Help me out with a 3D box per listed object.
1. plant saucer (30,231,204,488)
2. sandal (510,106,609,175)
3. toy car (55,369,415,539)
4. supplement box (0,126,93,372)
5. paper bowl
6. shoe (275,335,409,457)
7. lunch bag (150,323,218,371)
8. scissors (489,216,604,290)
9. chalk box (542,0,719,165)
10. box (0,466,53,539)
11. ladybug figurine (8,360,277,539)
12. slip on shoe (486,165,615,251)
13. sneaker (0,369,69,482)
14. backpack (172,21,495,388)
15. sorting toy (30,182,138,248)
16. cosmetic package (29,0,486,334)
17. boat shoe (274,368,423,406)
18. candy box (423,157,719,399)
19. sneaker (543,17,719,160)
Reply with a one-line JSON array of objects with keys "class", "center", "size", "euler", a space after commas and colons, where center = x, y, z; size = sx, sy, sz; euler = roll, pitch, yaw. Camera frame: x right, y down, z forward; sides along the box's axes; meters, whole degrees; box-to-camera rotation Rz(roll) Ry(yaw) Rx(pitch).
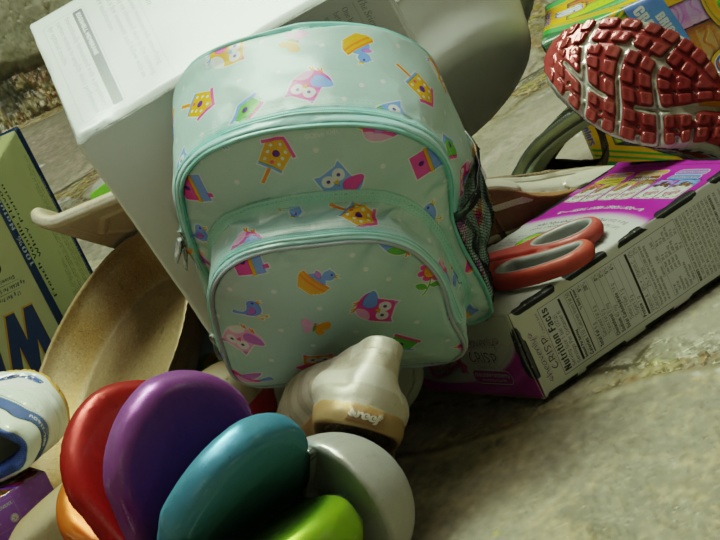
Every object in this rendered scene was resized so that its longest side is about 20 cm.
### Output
[{"class": "plant saucer", "center": [-0.160, 0.068, 1.851], "size": [0.200, 0.035, 0.201], "euler": [-40, 36, 37]}, {"class": "sandal", "center": [0.133, -0.060, 1.866], "size": [0.201, 0.057, 0.080], "euler": [-51, -3, 31]}, {"class": "toy car", "center": [-0.085, 0.122, 1.417], "size": [0.175, 0.150, 0.200], "euler": [-33, 15, -32]}, {"class": "supplement box", "center": [-0.284, 0.025, 2.066], "size": [0.134, 0.201, 0.200], "euler": [-25, 14, 6]}, {"class": "paper bowl", "center": [0.041, -0.155, 1.950], "size": [0.200, 0.104, 0.201], "euler": [-34, -24, -17]}, {"class": "shoe", "center": [-0.009, 0.082, 1.522], "size": [0.070, 0.054, 0.200], "euler": [11, -16, -10]}, {"class": "lunch bag", "center": [-0.075, 0.018, 1.973], "size": [0.160, 0.083, 0.200], "euler": [-22, 14, 1]}, {"class": "scissors", "center": [0.059, 0.003, 1.643], "size": [0.199, 0.014, 0.073], "euler": [-14, 20, 32]}, {"class": "chalk box", "center": [0.243, -0.160, 1.933], "size": [0.199, 0.124, 0.125], "euler": [-23, 13, 11]}, {"class": "box", "center": [-0.294, 0.175, 1.852], "size": [0.137, 0.039, 0.200], "euler": [-30, 13, -22]}, {"class": "ladybug figurine", "center": [-0.117, 0.126, 1.597], "size": [0.200, 0.072, 0.136], "euler": [-39, -2, -24]}, {"class": "slip on shoe", "center": [0.103, -0.030, 1.765], "size": [0.199, 0.076, 0.060], "euler": [-16, 12, -32]}, {"class": "sneaker", "center": [-0.293, 0.121, 1.808], "size": [0.199, 0.076, 0.088], "euler": [-21, 14, 16]}, {"class": "backpack", "center": [-0.019, -0.036, 1.531], "size": [0.175, 0.200, 0.154], "euler": [-7, 43, 10]}, {"class": "sorting toy", "center": [-0.105, -0.057, 1.895], "size": [0.199, 0.037, 0.185], "euler": [-17, -13, 18]}, {"class": "cosmetic package", "center": [-0.060, -0.101, 1.658], "size": [0.199, 0.200, 0.123], "euler": [-29, 46, 2]}, {"class": "boat shoe", "center": [-0.042, 0.077, 1.694], "size": [0.199, 0.073, 0.062], "euler": [-24, 16, 29]}, {"class": "candy box", "center": [0.136, 0.003, 1.669], "size": [0.200, 0.061, 0.136], "euler": [-32, 15, -25]}, {"class": "sneaker", "center": [0.208, -0.096, 1.734], "size": [0.082, 0.199, 0.078], "euler": [114, 178, -78]}]
